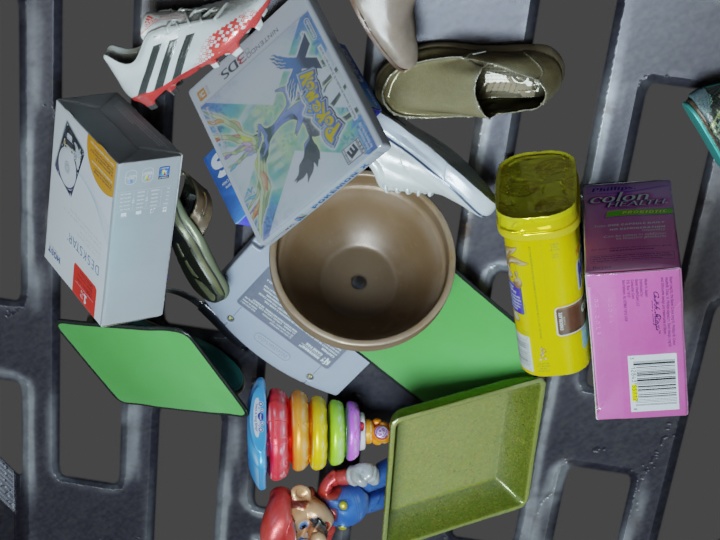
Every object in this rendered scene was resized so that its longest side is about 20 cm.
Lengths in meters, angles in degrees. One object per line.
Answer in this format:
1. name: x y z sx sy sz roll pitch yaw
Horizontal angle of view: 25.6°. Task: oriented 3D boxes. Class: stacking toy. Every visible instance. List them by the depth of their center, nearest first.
1. stacking toy: -0.032 0.190 1.847 0.200 0.116 0.110 0 155 -4

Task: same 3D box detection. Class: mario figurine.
1. mario figurine: -0.022 0.291 1.862 0.200 0.106 0.124 -17 95 -22

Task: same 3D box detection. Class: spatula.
1. spatula: -0.199 0.035 1.831 0.200 0.021 0.057 37 139 -18

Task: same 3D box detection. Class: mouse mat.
1. mouse mat: -0.236 0.111 1.795 0.200 0.008 0.161 2 141 32
2. mouse mat: 0.107 0.092 1.811 0.161 0.008 0.200 -38 121 23

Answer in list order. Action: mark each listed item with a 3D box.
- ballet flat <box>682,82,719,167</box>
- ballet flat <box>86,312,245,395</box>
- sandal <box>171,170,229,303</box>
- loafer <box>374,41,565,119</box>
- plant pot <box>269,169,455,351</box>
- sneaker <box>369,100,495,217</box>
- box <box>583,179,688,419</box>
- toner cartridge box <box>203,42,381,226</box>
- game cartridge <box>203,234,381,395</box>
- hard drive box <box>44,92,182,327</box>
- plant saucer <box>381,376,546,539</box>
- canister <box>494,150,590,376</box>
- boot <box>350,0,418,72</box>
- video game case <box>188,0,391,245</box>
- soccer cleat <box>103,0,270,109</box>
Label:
1. ballet flat: 0.405 -0.110 1.649 0.074 0.074 0.200 -22 118 18
2. ballet flat: -0.231 0.101 1.859 0.200 0.069 0.070 30 119 -7
3. sandal: -0.190 -0.061 1.758 0.057 0.080 0.201 -31 110 -21
4. loafer: 0.110 -0.195 1.636 0.200 0.067 0.076 -7 118 11
5. plant pot: 0.000 0.000 1.721 0.201 0.201 0.093 12 159 1
6. sneaker: 0.053 -0.111 1.687 0.200 0.073 0.071 36 108 0
7. box: 0.287 0.028 1.662 0.097 0.200 0.176 -4 118 9
8. toner cartridge box: -0.075 -0.143 1.673 0.200 0.095 0.043 -43 151 26
9. game cartridge: -0.074 0.052 1.819 0.200 0.042 0.133 38 121 -14
10. hard drive box: -0.269 -0.067 1.704 0.077 0.156 0.200 -11 126 -33
11. plant saucer: 0.108 0.212 1.833 0.199 0.048 0.200 -13 128 -23
12. canister: 0.198 -0.006 1.687 0.086 0.149 0.200 -5 121 10
13. boot: 0.055 -0.311 1.566 0.146 0.070 0.200 -21 106 31
14. video game case: -0.077 -0.157 1.631 0.182 0.022 0.200 -38 68 28
15. soccer cleat: -0.180 -0.246 1.647 0.200 0.069 0.085 -30 116 27
